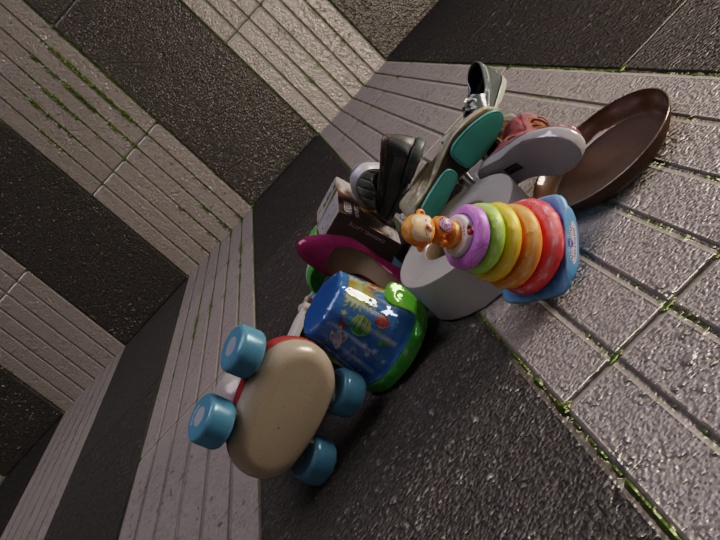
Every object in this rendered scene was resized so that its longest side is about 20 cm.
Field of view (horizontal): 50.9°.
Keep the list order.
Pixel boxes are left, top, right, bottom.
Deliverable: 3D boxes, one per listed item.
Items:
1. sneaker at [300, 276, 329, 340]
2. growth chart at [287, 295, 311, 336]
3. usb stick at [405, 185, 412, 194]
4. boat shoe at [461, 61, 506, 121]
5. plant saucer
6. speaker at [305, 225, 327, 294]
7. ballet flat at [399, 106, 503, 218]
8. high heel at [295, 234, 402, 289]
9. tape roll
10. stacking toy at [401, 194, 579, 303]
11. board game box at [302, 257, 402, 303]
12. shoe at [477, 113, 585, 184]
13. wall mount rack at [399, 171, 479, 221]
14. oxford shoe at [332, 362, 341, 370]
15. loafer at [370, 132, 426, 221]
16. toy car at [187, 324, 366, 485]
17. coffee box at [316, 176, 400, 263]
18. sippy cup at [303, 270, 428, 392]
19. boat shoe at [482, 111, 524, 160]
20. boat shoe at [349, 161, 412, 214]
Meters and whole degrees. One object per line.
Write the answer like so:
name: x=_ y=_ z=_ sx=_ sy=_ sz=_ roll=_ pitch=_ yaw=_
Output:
sneaker: x=-0.050 y=0.108 z=1.181 sx=0.079 sy=0.089 sz=0.201 roll=-76 pitch=12 yaw=-67
growth chart: x=-0.106 y=0.108 z=1.155 sx=0.200 sy=0.018 sz=0.146 roll=174 pitch=118 yaw=-85
usb stick: x=0.119 y=-0.136 z=1.261 sx=0.056 sy=0.033 sz=0.200 roll=-57 pitch=-11 yaw=28
boat shoe: x=0.179 y=-0.252 z=1.198 sx=0.073 sy=0.062 sz=0.201 roll=-23 pitch=38 yaw=47
plant saucer: x=0.301 y=-0.142 z=0.935 sx=0.200 sy=0.032 sz=0.200 roll=-44 pitch=17 yaw=16
speaker: x=-0.053 y=-0.021 z=1.312 sx=0.088 sy=0.088 sz=0.200 roll=-44 pitch=18 yaw=13
ballet flat: x=0.121 y=-0.155 z=1.064 sx=0.200 sy=0.067 sz=0.062 roll=-53 pitch=43 yaw=4
high heel: x=0.000 y=0.000 z=1.096 sx=0.096 sy=0.199 sz=0.068 roll=-91 pitch=17 yaw=-75
tape roll: x=0.147 y=-0.033 z=1.009 sx=0.202 sy=0.071 sz=0.203 roll=-44 pitch=17 yaw=17
stacking toy: x=0.128 y=-0.034 z=0.813 sx=0.110 sy=0.199 sz=0.117 roll=-17 pitch=68 yaw=56
board game box: x=-0.019 y=0.025 z=1.346 sx=0.153 sy=0.040 sz=0.200 roll=-50 pitch=17 yaw=-8
shoe: x=0.232 y=-0.172 z=0.994 sx=0.091 sy=0.071 sz=0.200 roll=-60 pitch=15 yaw=-18
wall mount rack: x=0.143 y=-0.099 z=1.178 sx=0.200 sy=0.075 sz=0.174 roll=-43 pitch=-15 yaw=14
oxford shoe: x=-0.101 y=0.197 z=1.110 sx=0.200 sy=0.073 sz=0.071 roll=-51 pitch=18 yaw=-9
loafer: x=0.045 y=-0.143 z=1.123 sx=0.200 sy=0.063 sz=0.072 roll=114 pitch=178 yaw=-64
toy car: x=-0.130 y=0.159 z=0.990 sx=0.200 sy=0.184 sz=0.178 roll=15 pitch=80 yaw=62
coffee box: x=-0.008 y=-0.069 z=1.234 sx=0.080 sy=0.114 sz=0.200 roll=-59 pitch=12 yaw=18
sippy cup: x=-0.001 y=0.072 z=1.008 sx=0.178 sy=0.130 sz=0.140 roll=-53 pitch=18 yaw=15
boat shoe: x=0.217 y=-0.212 z=1.232 sx=0.072 sy=0.076 sz=0.200 roll=-51 pitch=15 yaw=-5
boat shoe: x=0.029 y=-0.140 z=1.238 sx=0.074 sy=0.200 sz=0.067 roll=-48 pitch=61 yaw=10
